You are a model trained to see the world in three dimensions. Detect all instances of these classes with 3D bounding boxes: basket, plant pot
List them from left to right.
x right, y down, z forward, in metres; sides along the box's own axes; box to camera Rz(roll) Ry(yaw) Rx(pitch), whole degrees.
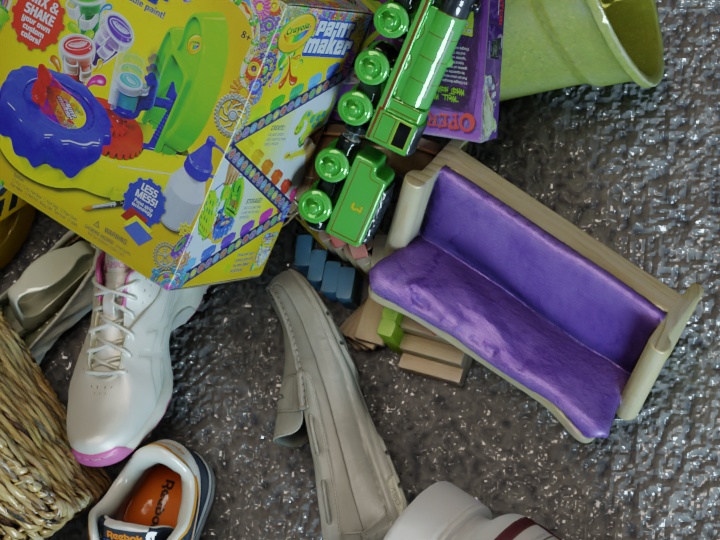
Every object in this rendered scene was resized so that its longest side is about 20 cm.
[{"bbox_3d":[-0.287,0.114,1.228,0.149,0.143,0.201,-33,90,10],"label":"basket"},{"bbox_3d":[0.083,-0.190,1.252,0.183,0.200,0.202,-18,67,22],"label":"plant pot"}]

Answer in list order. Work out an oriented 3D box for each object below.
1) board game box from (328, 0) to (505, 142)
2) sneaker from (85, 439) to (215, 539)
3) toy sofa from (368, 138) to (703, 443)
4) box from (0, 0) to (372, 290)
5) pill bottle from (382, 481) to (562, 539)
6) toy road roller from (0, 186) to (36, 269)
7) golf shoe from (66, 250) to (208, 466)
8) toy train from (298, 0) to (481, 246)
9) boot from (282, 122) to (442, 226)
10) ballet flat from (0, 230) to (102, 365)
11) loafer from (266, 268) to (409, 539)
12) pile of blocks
[{"bbox_3d":[-0.002,-0.155,1.196,0.199,0.032,0.121,12,104,28],"label":"board game box"},{"bbox_3d":[-0.151,0.208,1.227,0.078,0.079,0.201,6,74,14],"label":"sneaker"},{"bbox_3d":[0.107,0.011,1.184,0.200,0.083,0.098,35,54,14],"label":"toy sofa"},{"bbox_3d":[-0.132,-0.122,1.181,0.199,0.122,0.193,30,106,21],"label":"box"},{"bbox_3d":[0.105,0.221,1.128,0.200,0.114,0.114,32,82,24],"label":"pill bottle"},{"bbox_3d":[-0.271,-0.088,1.360,0.123,0.147,0.200,28,44,23],"label":"toy road roller"},{"bbox_3d":[-0.162,0.035,1.258,0.075,0.092,0.201,-1,52,21],"label":"golf shoe"},{"bbox_3d":[0.018,-0.106,1.158,0.056,0.042,0.201,26,113,6],"label":"toy train"},{"bbox_3d":[-0.038,-0.061,1.246,0.199,0.074,0.076,-1,81,25],"label":"boot"},{"bbox_3d":[-0.247,0.036,1.322,0.200,0.069,0.069,-43,66,-1],"label":"ballet flat"},{"bbox_3d":[-0.029,0.094,1.237,0.069,0.070,0.201,-21,67,-1],"label":"loafer"},{"bbox_3d":[0.000,0.000,1.265,0.200,0.062,0.082,41,86,25],"label":"pile of blocks"}]
